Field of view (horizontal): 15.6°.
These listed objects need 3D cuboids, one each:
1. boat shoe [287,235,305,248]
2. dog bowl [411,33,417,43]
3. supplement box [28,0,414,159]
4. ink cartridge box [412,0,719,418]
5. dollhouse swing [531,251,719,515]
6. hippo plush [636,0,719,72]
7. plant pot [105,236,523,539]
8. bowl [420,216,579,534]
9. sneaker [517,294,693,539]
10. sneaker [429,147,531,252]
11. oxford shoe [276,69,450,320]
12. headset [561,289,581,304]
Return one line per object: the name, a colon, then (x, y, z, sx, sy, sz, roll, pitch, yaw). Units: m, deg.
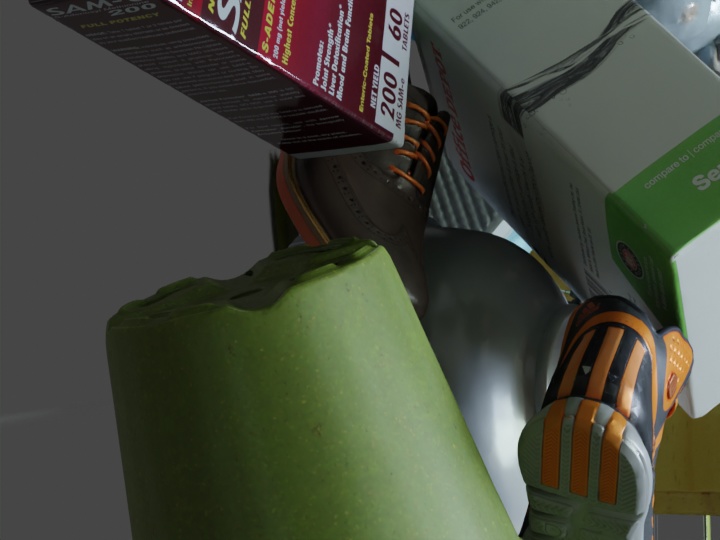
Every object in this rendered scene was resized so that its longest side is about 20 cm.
boat shoe: (-0.005, 0.077, 1.296, 0.069, 0.072, 0.201, -53, 144, -39)
dog bowl: (0.052, -0.146, 1.353, 0.200, 0.111, 0.050, 26, 79, -42)
supplement box: (-0.051, -0.130, 1.103, 0.200, 0.061, 0.109, 26, 64, -54)
ink cartridge box: (0.121, -0.050, 1.243, 0.200, 0.084, 0.146, 48, -13, 32)
dollhouse swing: (0.183, 0.061, 1.647, 0.182, 0.199, 0.177, -5, 94, -71)
hippo plush: (0.151, -0.146, 1.614, 0.200, 0.160, 0.160, 35, 56, -67)
plant pot: (-0.023, 0.092, 1.094, 0.200, 0.199, 0.191, -33, 108, -68)
bowl: (0.067, 0.067, 1.269, 0.201, 0.090, 0.202, -4, 90, -65)
sneaker: (0.114, 0.092, 1.181, 0.201, 0.077, 0.112, 95, 16, -49)
sneaker: (0.068, -0.028, 1.443, 0.200, 0.074, 0.082, -54, 156, -7)
oxford shoe: (0.006, -0.051, 1.207, 0.071, 0.072, 0.201, 41, 22, -41)
headset: (0.078, 0.100, 1.464, 0.124, 0.094, 0.201, 47, 58, -40)
